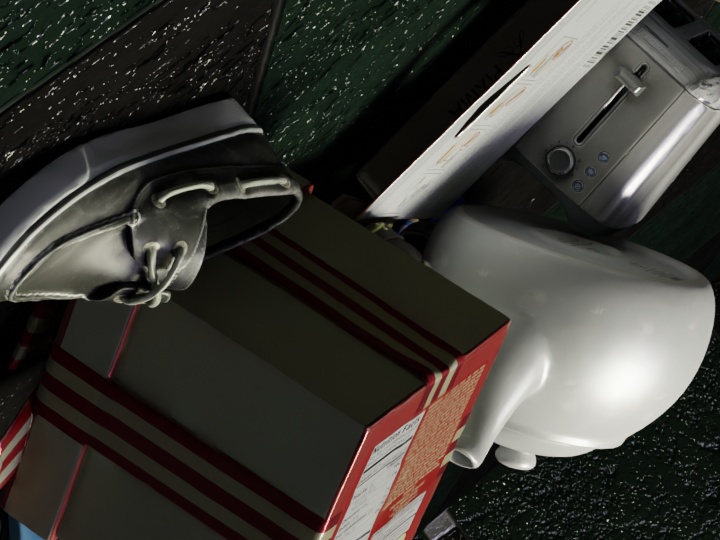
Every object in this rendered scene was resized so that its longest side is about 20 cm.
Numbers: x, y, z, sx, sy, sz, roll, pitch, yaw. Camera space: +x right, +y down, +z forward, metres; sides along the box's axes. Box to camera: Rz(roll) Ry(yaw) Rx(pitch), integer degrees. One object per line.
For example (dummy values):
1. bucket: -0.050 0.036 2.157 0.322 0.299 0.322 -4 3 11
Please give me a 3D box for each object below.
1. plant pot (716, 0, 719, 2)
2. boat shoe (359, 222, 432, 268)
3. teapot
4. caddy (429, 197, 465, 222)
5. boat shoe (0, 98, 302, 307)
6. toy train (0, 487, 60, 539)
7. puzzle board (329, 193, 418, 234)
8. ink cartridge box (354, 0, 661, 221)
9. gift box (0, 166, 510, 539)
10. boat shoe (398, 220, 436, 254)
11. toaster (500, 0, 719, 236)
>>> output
1. plant pot: 0.202 -0.204 1.085 0.200 0.200 0.198 -42 176 0
2. boat shoe: 0.000 0.000 1.365 0.072 0.061 0.201 -38 -174 -2
3. teapot: 0.117 0.051 1.457 0.197 0.199 0.147 36 -67 64
4. caddy: 0.062 0.025 1.679 0.142 0.105 0.200 -64 169 -4
5. boat shoe: -0.095 -0.021 1.035 0.200 0.064 0.071 -29 163 -49
6. toy train: -0.124 0.152 1.390 0.199 0.087 0.114 10 154 -38
7. puzzle board: -0.041 0.010 1.481 0.151 0.017 0.200 -45 170 8
8. ink cartridge box: 0.077 -0.109 1.363 0.200 0.044 0.173 -44 168 14
9. gift box: -0.068 0.075 1.169 0.184 0.186 0.201 -27 146 -60
10. boat shoe: 0.002 0.052 1.562 0.068 0.072 0.200 -35 165 -46
11. toaster: 0.172 -0.106 1.521 0.129 0.114 0.200 -48 172 18
